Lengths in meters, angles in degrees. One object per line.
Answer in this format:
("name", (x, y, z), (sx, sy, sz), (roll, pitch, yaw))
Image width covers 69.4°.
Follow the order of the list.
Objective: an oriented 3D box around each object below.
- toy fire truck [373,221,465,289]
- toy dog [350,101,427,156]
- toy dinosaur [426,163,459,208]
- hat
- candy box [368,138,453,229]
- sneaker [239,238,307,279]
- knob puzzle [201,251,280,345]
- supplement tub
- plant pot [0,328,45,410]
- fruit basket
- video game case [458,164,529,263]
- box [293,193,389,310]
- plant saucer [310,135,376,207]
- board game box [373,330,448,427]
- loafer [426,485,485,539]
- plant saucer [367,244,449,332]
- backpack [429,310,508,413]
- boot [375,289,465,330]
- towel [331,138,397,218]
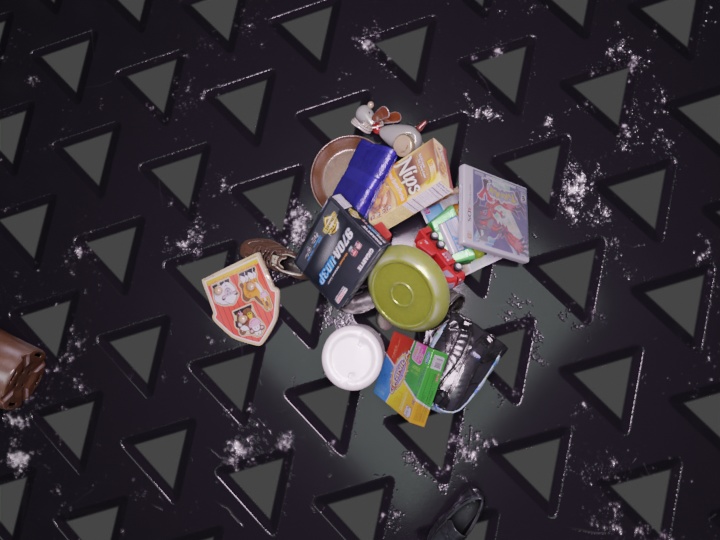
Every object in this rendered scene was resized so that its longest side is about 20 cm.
("toy fire truck", (0.123, -0.030, 1.141), (0.139, 0.049, 0.202), (-22, 66, -27))
("toy dog", (0.082, -0.347, 1.231), (0.198, 0.132, 0.097), (33, 111, -3))
("toy dinosaur", (0.148, -0.186, 1.195), (0.134, 0.201, 0.087), (-31, 123, 5))
("hat", (0.000, 0.000, 1.225), (0.195, 0.081, 0.207), (0, 88, 13))
("candy box", (0.103, -0.184, 1.140), (0.198, 0.055, 0.118), (-29, 53, 35))
("sneaker", (-0.202, -0.034, 1.244), (0.195, 0.076, 0.072), (16, 87, 5))
("knob puzzle", (-0.278, 0.085, 1.238), (0.214, 0.030, 0.226), (2, 99, 15))
("supplement tub", (-0.011, 0.186, 1.148), (0.128, 0.200, 0.136), (0, 85, 5))
("plant pot", (-0.883, 0.224, 1.232), (0.194, 0.200, 0.205), (22, 87, -2))
("fruit basket", (0.261, -0.099, 1.204), (0.196, 0.094, 0.189), (-23, 84, -1))
("video game case", (0.301, -0.125, 1.168), (0.196, 0.023, 0.187), (13, 71, -28))
("box", (-0.046, -0.038, 1.128), (0.159, 0.046, 0.201), (45, 127, 13))
("plant saucer", (-0.023, -0.223, 1.265), (0.195, 0.037, 0.206), (0, 85, 4))
("board game box", (0.104, 0.229, 1.138), (0.040, 0.199, 0.157), (20, 87, -20))
("loafer", (0.208, 0.575, 1.163), (0.068, 0.070, 0.202), (37, 89, 7))
("plant saucer", (0.094, 0.046, 1.108), (0.196, 0.031, 0.205), (14, 119, 27))
("backpack", (0.208, 0.223, 1.167), (0.161, 0.154, 0.202), (30, 66, 4))
("boot", (0.131, 0.090, 1.173), (0.199, 0.068, 0.131), (-40, 40, 5))
("towel", (0.001, -0.192, 1.179), (0.049, 0.147, 0.203), (25, 97, -34))
